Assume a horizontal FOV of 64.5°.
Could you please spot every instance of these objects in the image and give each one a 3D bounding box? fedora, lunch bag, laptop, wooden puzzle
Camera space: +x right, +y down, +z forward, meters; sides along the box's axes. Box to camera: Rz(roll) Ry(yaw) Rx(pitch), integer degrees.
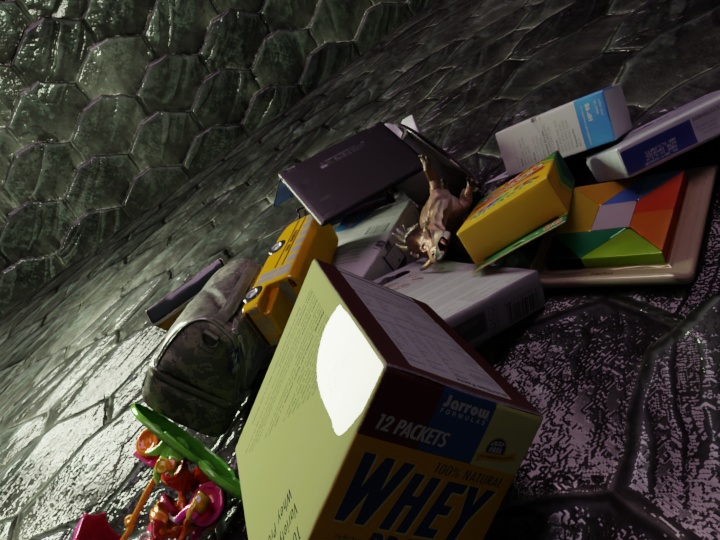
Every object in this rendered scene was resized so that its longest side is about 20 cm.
[{"bbox_3d":[0.107,-0.156,0.929,0.092,0.174,0.201,-55,5,17],"label":"fedora"},{"bbox_3d":[-0.192,0.093,0.776,0.201,0.136,0.171,-77,13,-64],"label":"lunch bag"},{"bbox_3d":[-0.023,-0.128,0.864,0.184,0.118,0.200,-30,52,-17],"label":"laptop"},{"bbox_3d":[0.291,-0.054,0.649,0.182,0.038,0.201,-5,38,46],"label":"wooden puzzle"}]

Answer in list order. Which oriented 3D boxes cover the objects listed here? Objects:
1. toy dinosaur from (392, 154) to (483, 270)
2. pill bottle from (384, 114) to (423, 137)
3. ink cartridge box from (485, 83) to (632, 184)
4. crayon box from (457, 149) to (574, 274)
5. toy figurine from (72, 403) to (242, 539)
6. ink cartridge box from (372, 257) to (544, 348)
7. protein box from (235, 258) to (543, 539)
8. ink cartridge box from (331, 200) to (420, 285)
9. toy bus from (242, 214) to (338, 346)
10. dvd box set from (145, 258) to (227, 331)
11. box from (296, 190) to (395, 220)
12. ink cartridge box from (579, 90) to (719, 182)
[{"bbox_3d":[0.104,-0.064,0.783,0.084,0.200,0.140,21,90,16],"label":"toy dinosaur"},{"bbox_3d":[0.039,-0.219,1.140,0.195,0.117,0.117,-26,26,14],"label":"pill bottle"},{"bbox_3d":[0.275,-0.195,0.826,0.196,0.069,0.115,-15,10,40],"label":"ink cartridge box"},{"bbox_3d":[0.193,-0.076,0.698,0.125,0.052,0.200,-33,6,29],"label":"crayon box"},{"bbox_3d":[-0.233,0.283,0.631,0.196,0.151,0.187,23,71,32],"label":"toy figurine"},{"bbox_3d":[0.087,0.037,0.666,0.159,0.059,0.198,-23,13,-31],"label":"ink cartridge box"},{"bbox_3d":[0.003,0.134,0.458,0.204,0.132,0.200,-66,23,10],"label":"protein box"},{"bbox_3d":[0.000,0.000,0.843,0.143,0.087,0.202,-9,36,41],"label":"ink cartridge box"},{"bbox_3d":[-0.089,0.006,0.769,0.076,0.066,0.202,-20,29,23],"label":"toy bus"},{"bbox_3d":[-0.257,0.059,0.969,0.144,0.030,0.201,-36,-16,-5],"label":"dvd box set"},{"bbox_3d":[-0.017,-0.110,0.963,0.139,0.037,0.200,-19,0,9],"label":"box"},{"bbox_3d":[0.384,-0.170,0.697,0.195,0.042,0.200,-26,4,13],"label":"ink cartridge box"}]
